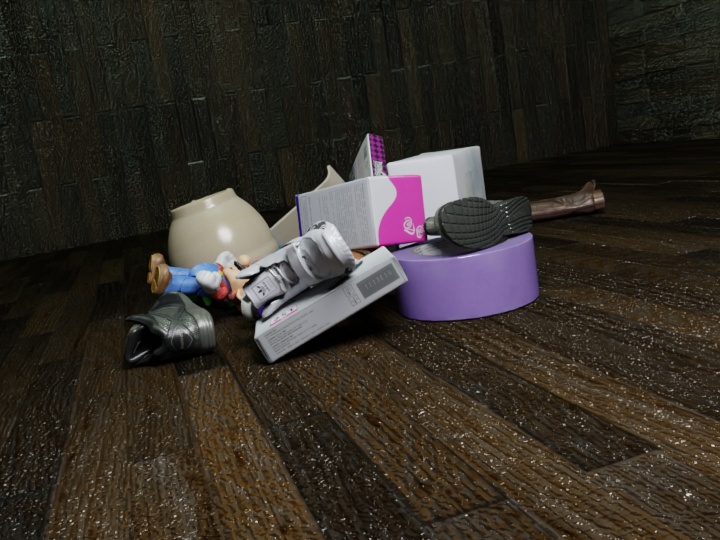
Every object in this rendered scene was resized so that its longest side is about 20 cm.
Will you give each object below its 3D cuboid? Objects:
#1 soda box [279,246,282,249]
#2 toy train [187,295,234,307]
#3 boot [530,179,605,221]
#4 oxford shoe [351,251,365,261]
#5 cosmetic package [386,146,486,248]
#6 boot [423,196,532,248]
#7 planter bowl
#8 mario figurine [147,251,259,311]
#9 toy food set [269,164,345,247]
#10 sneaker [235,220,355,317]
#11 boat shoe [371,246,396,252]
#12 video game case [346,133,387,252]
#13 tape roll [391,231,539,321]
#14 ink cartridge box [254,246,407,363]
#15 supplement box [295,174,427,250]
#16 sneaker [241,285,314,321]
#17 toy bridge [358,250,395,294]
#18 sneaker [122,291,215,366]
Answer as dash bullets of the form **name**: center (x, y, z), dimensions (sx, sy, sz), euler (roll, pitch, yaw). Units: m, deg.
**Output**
- **soda box**: center (-0.173, 0.004, 1.403), dimensions (0.068, 0.064, 0.200), euler (-10, 10, -3)
- **toy train**: center (-0.275, 0.041, 1.368), dimensions (0.056, 0.042, 0.200), euler (-31, 21, -37)
- **boot**: center (0.445, -0.153, 1.732), dimensions (0.199, 0.064, 0.186), euler (-12, 7, 11)
- **oxford shoe**: center (-0.016, 0.006, 1.172), dimensions (0.071, 0.072, 0.200), euler (-16, -2, -4)
- **cosmetic package**: center (0.146, -0.108, 1.338), dimensions (0.123, 0.200, 0.200), euler (-5, 11, 24)
- **boot**: center (0.136, -0.061, 1.046), dimensions (0.130, 0.068, 0.200), euler (-6, 2, 45)
- **planter bowl**: center (-0.264, -0.068, 1.368), dimensions (0.200, 0.135, 0.200), euler (-20, 12, 4)
- **mario figurine**: center (-0.230, -0.001, 1.200), dimensions (0.200, 0.124, 0.106), euler (7, -38, -30)
- **toy food set**: center (-0.100, -0.105, 1.527), dimensions (0.200, 0.144, 0.060), euler (-41, 47, 3)
- **sneaker**: center (-0.085, 0.004, 0.946), dimensions (0.115, 0.075, 0.200), euler (-36, 8, -21)
- **boat shoe**: center (-0.009, -0.031, 1.474), dimensions (0.071, 0.072, 0.200), euler (-26, 7, -34)
- **video game case**: center (0.004, -0.118, 1.374), dimensions (0.036, 0.181, 0.200), euler (11, 43, -16)
- **tape roll**: center (0.146, 0.003, 1.061), dimensions (0.199, 0.085, 0.200), euler (-10, 10, 2)
- **ink cartridge box**: center (-0.044, 0.034, 0.998), dimensions (0.200, 0.044, 0.174), euler (-31, 12, -1)
- **supplement box**: center (-0.002, -0.082, 1.153), dimensions (0.101, 0.104, 0.200), euler (-7, 0, -36)
- **sneaker**: center (-0.095, 0.036, 1.173), dimensions (0.099, 0.070, 0.200), euler (2, 18, 22)
- **toy bridge**: center (0.000, 0.000, 1.258), dimensions (0.027, 0.067, 0.200), euler (-16, 12, -35)
- **sneaker**: center (-0.288, 0.079, 1.061), dimensions (0.114, 0.076, 0.199), euler (-8, 13, -30)
